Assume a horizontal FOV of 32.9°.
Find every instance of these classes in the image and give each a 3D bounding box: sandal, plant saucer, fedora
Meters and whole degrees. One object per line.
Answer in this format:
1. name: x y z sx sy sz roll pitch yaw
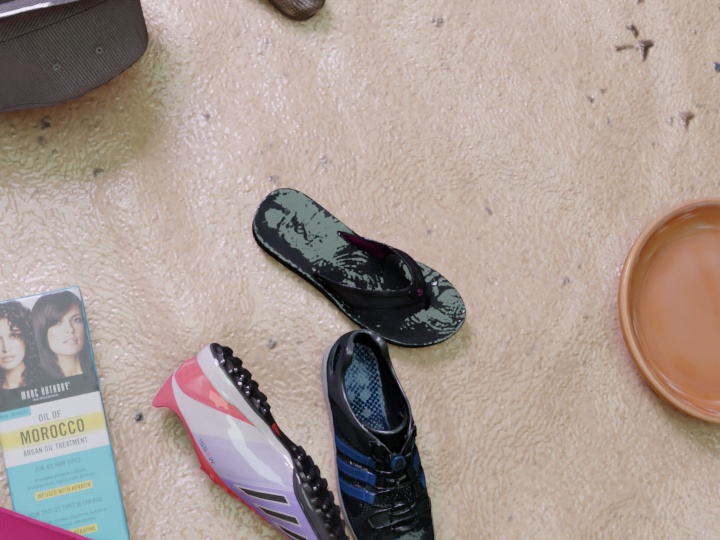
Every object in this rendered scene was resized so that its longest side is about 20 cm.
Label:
1. sandal: -0.001 0.001 1.013 0.199 0.048 0.076 30 73 -4
2. plant saucer: 0.317 0.037 1.080 0.197 0.037 0.203 3 77 -11
3. fedora: -0.247 -0.182 0.962 0.198 0.176 0.091 -26 113 -22

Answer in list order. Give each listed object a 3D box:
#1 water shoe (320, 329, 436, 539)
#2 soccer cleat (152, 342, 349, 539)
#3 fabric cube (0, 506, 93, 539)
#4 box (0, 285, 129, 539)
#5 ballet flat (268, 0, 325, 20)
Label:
1. water shoe: 0.014 0.147 0.968 0.071 0.079 0.202 -16 82 -15
2. soccer cleat: -0.083 0.156 0.961 0.073 0.068 0.201 -35 91 7
3. fabric cube: -0.281 0.273 0.790 0.194 0.199 0.202 20 93 -8
4. box: -0.235 0.120 0.936 0.081 0.049 0.203 -11 81 -14
5. ballet flat: -0.113 -0.289 1.054 0.199 0.046 0.068 36 72 -2
